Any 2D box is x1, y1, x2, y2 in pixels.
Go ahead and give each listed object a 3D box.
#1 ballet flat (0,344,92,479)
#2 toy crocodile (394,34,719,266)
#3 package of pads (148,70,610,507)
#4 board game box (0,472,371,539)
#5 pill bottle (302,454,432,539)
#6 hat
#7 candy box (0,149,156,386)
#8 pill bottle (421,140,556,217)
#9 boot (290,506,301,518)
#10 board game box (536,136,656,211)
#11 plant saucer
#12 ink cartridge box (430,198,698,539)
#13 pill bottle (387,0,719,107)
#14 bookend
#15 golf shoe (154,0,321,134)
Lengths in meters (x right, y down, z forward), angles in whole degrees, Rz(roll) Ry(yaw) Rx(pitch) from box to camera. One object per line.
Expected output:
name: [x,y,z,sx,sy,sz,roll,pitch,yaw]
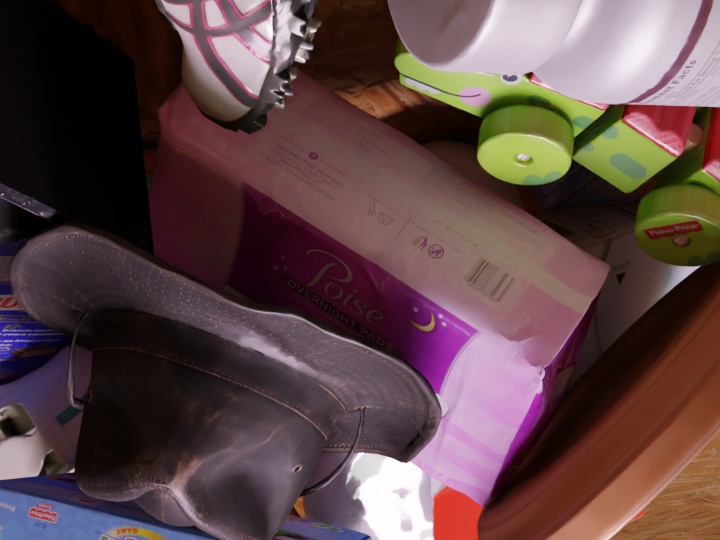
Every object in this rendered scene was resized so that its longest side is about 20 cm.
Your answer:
ballet flat: [-0.178,0.093,0.993,0.069,0.070,0.200,1,160,-29]
toy crocodile: [0.104,-0.060,0.758,0.199,0.068,0.062,25,147,-16]
package of pads: [0.000,0.000,0.812,0.076,0.200,0.121,-49,165,-35]
board game box: [-0.079,0.125,0.878,0.151,0.037,0.200,12,178,7]
pill bottle: [0.023,0.073,1.058,0.116,0.117,0.200,-9,-152,3]
hat: [-0.067,0.062,0.755,0.200,0.081,0.201,21,162,7]
candy box: [-0.201,0.002,0.931,0.169,0.077,0.200,4,162,-38]
pill bottle: [0.073,-0.006,0.989,0.109,0.110,0.199,-23,159,40]
boot: [-0.076,0.090,0.999,0.077,0.156,0.200,-37,-170,-34]
board game box: [0.166,-0.087,0.851,0.199,0.062,0.200,-12,163,10]
plant saucer: [0.116,0.057,0.819,0.200,0.032,0.200,-46,-179,1]
ink cartridge box: [0.107,0.066,0.942,0.160,0.201,0.047,-19,-151,-36]
pill bottle: [0.115,-0.111,0.658,0.199,0.110,0.110,-1,162,-25]
bookend: [-0.214,-0.047,0.733,0.199,0.093,0.199,-13,163,17]
golf shoe: [-0.047,-0.115,0.663,0.088,0.078,0.200,15,157,-8]
